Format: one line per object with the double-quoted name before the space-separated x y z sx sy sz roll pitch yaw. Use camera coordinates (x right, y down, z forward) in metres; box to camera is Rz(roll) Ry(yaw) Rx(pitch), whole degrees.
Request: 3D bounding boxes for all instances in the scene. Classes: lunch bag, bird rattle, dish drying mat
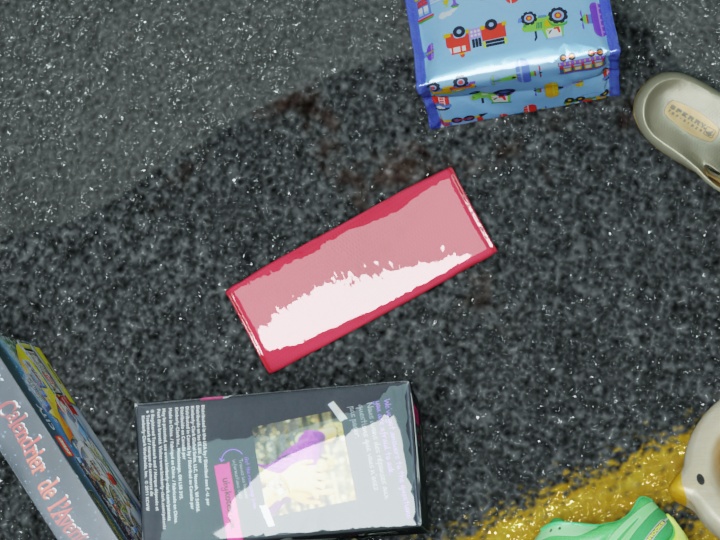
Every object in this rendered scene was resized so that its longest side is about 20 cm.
"lunch bag" 0.107 -0.226 1.230 0.150 0.094 0.201 -9 74 7
"bird rattle" 0.316 0.146 1.163 0.163 0.113 0.201 31 84 24
"dish drying mat" 0.000 0.000 1.243 0.199 0.018 0.077 -28 83 1

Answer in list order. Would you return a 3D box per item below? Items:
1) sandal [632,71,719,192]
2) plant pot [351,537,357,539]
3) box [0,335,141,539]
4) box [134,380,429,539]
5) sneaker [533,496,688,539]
"sandal" 0.296 -0.088 1.208 0.199 0.054 0.081 30 87 7
"plant pot" 0.015 0.322 1.123 0.184 0.200 0.201 34 88 3
"box" -0.219 0.140 1.187 0.038 0.137 0.200 -35 82 1
"box" -0.054 0.145 1.177 0.199 0.122 0.107 -5 79 4
"sneaker" 0.146 0.231 1.188 0.199 0.074 0.084 -26 55 6
